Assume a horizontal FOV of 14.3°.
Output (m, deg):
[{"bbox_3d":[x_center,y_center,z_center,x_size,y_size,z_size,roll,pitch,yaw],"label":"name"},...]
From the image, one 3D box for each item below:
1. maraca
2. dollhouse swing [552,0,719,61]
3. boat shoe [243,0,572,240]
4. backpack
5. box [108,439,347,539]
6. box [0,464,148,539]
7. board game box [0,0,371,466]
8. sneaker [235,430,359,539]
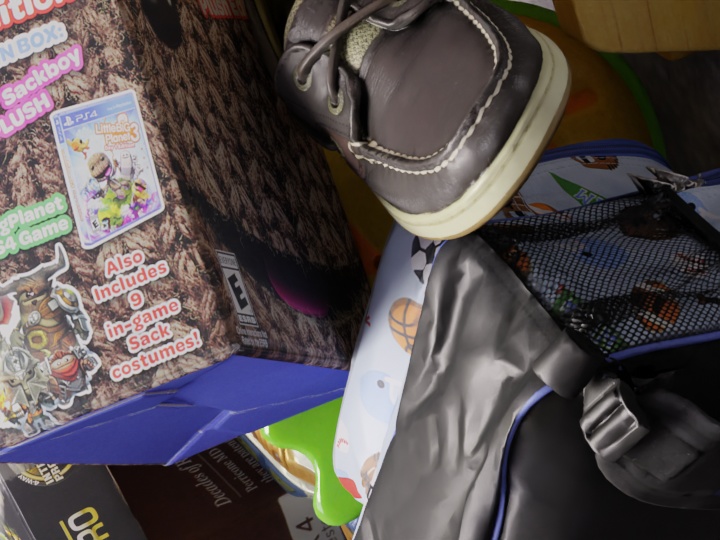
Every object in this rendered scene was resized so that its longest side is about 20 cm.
[{"bbox_3d":[0.036,0.002,1.032,0.107,0.136,0.201,-80,6,-82],"label":"maraca"},{"bbox_3d":[-0.003,-0.137,0.963,0.200,0.175,0.183,36,147,54],"label":"dollhouse swing"},{"bbox_3d":[0.004,-0.063,0.882,0.065,0.073,0.200,33,-179,-21],"label":"boat shoe"},{"bbox_3d":[0.092,0.050,0.924,0.154,0.189,0.201,60,145,38],"label":"backpack"},{"bbox_3d":[-0.016,0.121,1.322,0.164,0.199,0.167,35,148,56],"label":"box"},{"bbox_3d":[-0.117,0.152,1.242,0.162,0.049,0.200,62,163,13],"label":"box"},{"bbox_3d":[-0.084,-0.046,0.941,0.201,0.096,0.159,71,-164,10],"label":"board game box"},{"bbox_3d":[0.025,0.081,1.172,0.200,0.088,0.075,47,166,18],"label":"sneaker"}]
